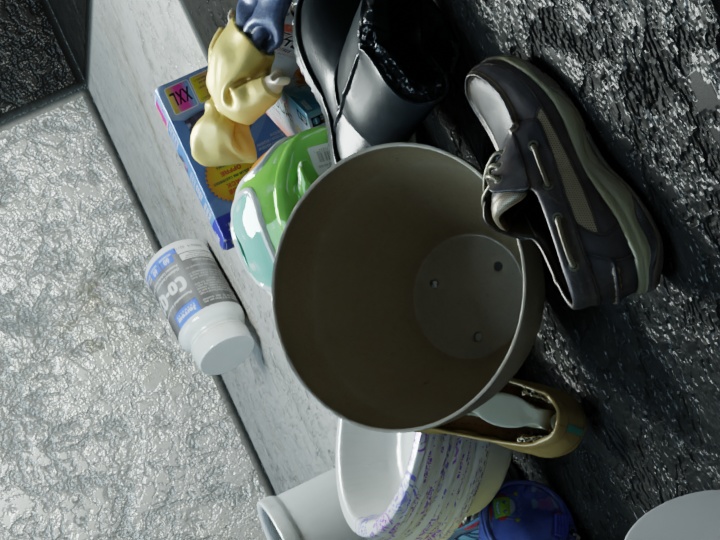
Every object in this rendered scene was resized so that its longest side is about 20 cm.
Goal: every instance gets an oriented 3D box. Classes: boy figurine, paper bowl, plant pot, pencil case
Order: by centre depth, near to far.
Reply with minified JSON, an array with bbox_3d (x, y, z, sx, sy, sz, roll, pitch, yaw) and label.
[{"bbox_3d":[0.054,0.015,1.300,0.134,0.200,0.201,6,-127,-62],"label":"plant pot"},{"bbox_3d":[0.059,0.131,1.511,0.200,0.104,0.202,-171,90,-69],"label":"paper bowl"},{"bbox_3d":[-0.093,-0.175,1.550,0.124,0.064,0.201,48,126,51],"label":"boy figurine"},{"bbox_3d":[0.148,0.261,1.573,0.201,0.086,0.078,83,-159,-54],"label":"pencil case"}]

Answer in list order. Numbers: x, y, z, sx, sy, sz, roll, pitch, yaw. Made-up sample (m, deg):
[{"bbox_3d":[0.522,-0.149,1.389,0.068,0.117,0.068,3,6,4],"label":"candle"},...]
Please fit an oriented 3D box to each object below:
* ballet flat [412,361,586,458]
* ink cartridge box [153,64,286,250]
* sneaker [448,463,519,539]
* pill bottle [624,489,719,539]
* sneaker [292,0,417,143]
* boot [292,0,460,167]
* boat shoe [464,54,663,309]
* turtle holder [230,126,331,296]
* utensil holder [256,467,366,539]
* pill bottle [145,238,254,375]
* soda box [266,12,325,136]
[{"bbox_3d":[0.073,0.095,1.364,0.063,0.199,0.069,23,-103,-69],"label":"ballet flat"},{"bbox_3d":[-0.103,-0.111,1.779,0.201,0.136,0.076,65,173,2],"label":"ink cartridge box"},{"bbox_3d":[0.108,0.222,1.697,0.200,0.095,0.080,139,137,-56],"label":"sneaker"},{"bbox_3d":[0.227,0.241,1.088,0.116,0.115,0.201,41,153,63],"label":"pill bottle"},{"bbox_3d":[0.004,-0.146,1.444,0.072,0.072,0.201,-31,76,47],"label":"sneaker"},{"bbox_3d":[0.011,-0.171,1.327,0.168,0.076,0.201,117,146,-58],"label":"boot"},{"bbox_3d":[0.110,-0.057,1.109,0.200,0.073,0.075,56,165,37],"label":"boat shoe"},{"bbox_3d":[-0.029,-0.025,1.511,0.131,0.141,0.186,-19,120,42],"label":"turtle holder"},{"bbox_3d":[0.016,0.276,1.874,0.171,0.199,0.170,61,168,22],"label":"utensil holder"},{"bbox_3d":[-0.250,0.058,2.812,0.201,0.113,0.114,58,166,31],"label":"pill bottle"},{"bbox_3d":[-0.051,-0.164,1.625,0.200,0.063,0.069,48,159,53],"label":"soda box"}]
